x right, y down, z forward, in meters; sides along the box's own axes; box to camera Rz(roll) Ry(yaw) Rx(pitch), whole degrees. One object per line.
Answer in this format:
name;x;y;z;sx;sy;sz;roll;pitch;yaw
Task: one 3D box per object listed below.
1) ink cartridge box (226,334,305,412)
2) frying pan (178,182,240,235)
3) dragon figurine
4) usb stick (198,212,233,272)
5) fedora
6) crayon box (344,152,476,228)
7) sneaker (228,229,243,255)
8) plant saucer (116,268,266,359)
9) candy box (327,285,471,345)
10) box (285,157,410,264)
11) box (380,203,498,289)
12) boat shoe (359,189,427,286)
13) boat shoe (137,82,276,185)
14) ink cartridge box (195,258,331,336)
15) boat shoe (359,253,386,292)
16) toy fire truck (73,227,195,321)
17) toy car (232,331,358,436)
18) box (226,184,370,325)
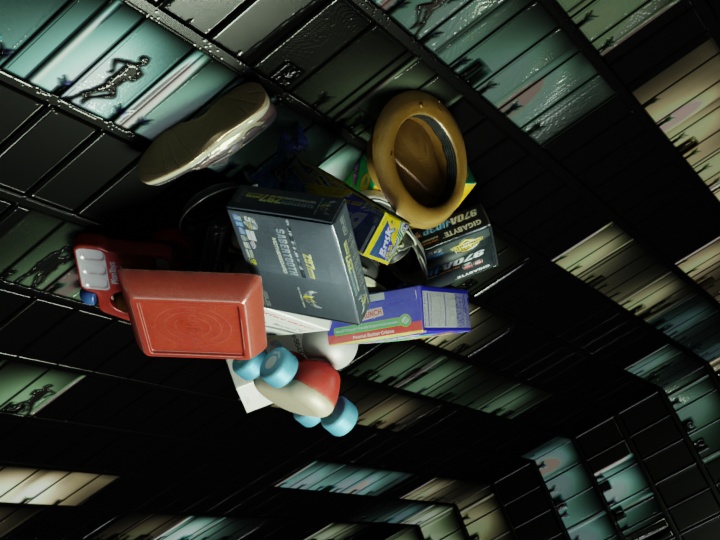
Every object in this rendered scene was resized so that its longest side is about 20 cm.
ink cartridge box;-0.142;0.148;1.808;0.198;0.129;0.126;-21;153;-7
frying pan;-0.180;-0.102;1.441;0.189;0.031;0.115;-23;161;-26
dragon figurine;-0.115;-0.100;1.378;0.058;0.202;0.099;0;-176;-39
usb stick;-0.220;0.007;1.456;0.032;0.056;0.201;20;122;4
fedora;0.069;-0.157;1.433;0.199;0.203;0.081;5;178;-42
crayon box;0.069;-0.123;1.564;0.199;0.059;0.119;-2;146;-35
sneaker;-0.134;-0.054;1.523;0.079;0.074;0.200;-15;168;28
plant saucer;-0.237;0.071;1.416;0.198;0.037;0.200;2;145;-2
candy box;0.064;0.073;1.591;0.168;0.078;0.200;-10;172;28
box;-0.029;-0.086;1.396;0.064;0.199;0.070;20;101;-52
box;0.126;-0.024;1.671;0.198;0.046;0.159;-21;153;2
boat shoe;0.051;-0.046;1.517;0.070;0.064;0.200;-30;134;15
boat shoe;-0.194;-0.164;1.281;0.199;0.072;0.065;-34;146;8
ink cartridge box;-0.153;0.044;1.550;0.145;0.085;0.199;21;161;-36
boat shoe;0.003;0.000;1.554;0.073;0.064;0.201;3;171;10
toy fire truck;-0.336;0.017;1.478;0.166;0.113;0.201;7;146;-5
toy car;-0.074;0.139;1.666;0.184;0.201;0.176;43;158;-29
box;-0.079;-0.019;1.337;0.156;0.051;0.201;9;140;21
